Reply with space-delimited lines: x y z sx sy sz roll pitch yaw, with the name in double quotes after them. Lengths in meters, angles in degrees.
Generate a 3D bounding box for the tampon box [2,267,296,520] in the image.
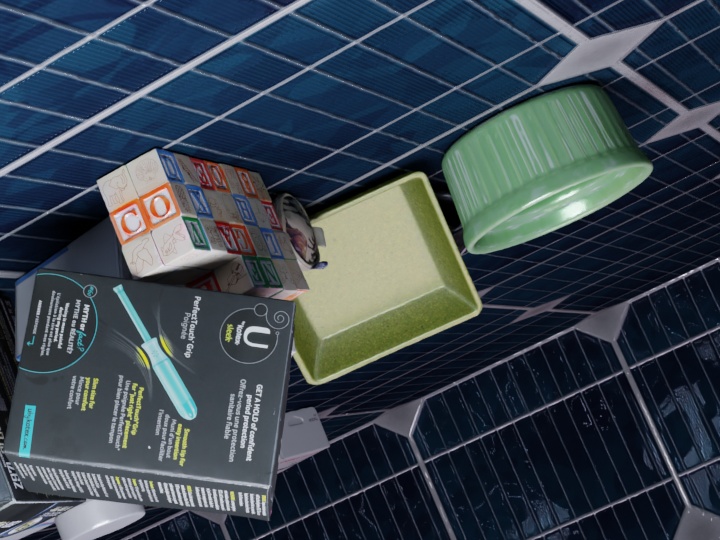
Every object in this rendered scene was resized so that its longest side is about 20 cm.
-0.157 0.098 1.311 0.200 0.150 0.126 8 160 -1 "tampon box"

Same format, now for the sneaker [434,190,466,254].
0.058 -0.011 1.812 0.200 0.075 0.114 -56 167 -19 "sneaker"

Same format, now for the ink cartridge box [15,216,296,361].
-0.179 0.043 1.484 0.145 0.084 0.200 -31 142 33 "ink cartridge box"

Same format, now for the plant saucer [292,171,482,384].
0.000 0.000 1.722 0.200 0.048 0.200 -24 128 3 "plant saucer"

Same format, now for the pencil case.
-0.130 0.004 1.600 0.200 0.078 0.089 -28 146 19 "pencil case"

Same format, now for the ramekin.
0.178 -0.102 1.676 0.200 0.098 0.200 -23 170 -4 "ramekin"

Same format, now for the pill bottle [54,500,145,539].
-0.298 0.175 1.750 0.114 0.200 0.114 -22 169 -5 "pill bottle"

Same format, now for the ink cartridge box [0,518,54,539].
-0.388 0.223 1.943 0.200 0.146 0.083 -25 168 8 "ink cartridge box"

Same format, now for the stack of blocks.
-0.123 -0.025 1.374 0.059 0.115 0.200 -27 168 17 "stack of blocks"

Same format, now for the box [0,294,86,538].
-0.327 0.119 1.418 0.086 0.200 0.164 -24 170 7 "box"

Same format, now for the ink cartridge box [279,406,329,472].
-0.178 0.329 3.068 0.200 0.084 0.145 -31 167 35 "ink cartridge box"
